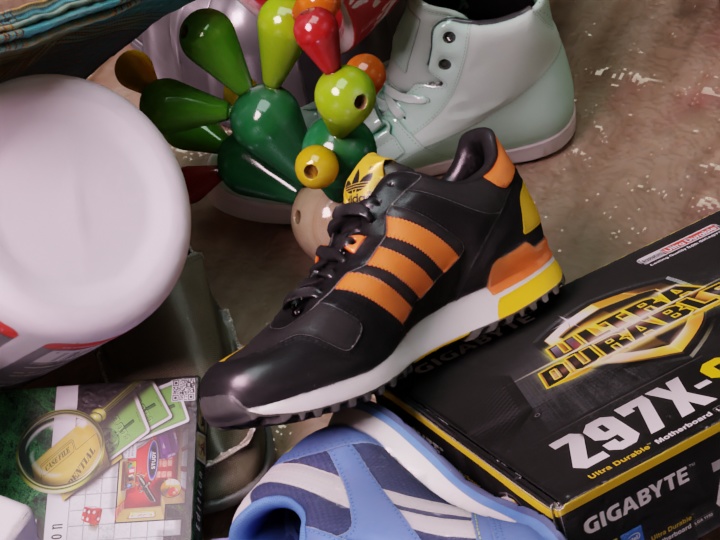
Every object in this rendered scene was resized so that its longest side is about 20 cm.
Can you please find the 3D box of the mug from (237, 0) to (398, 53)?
[{"bbox_3d":[0.021,-0.200,0.933,0.133,0.178,0.200,28,70,31],"label":"mug"}]

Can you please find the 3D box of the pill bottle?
[{"bbox_3d":[-0.168,-0.005,0.857,0.200,0.116,0.116,-25,23,55],"label":"pill bottle"}]

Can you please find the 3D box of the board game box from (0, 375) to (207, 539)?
[{"bbox_3d":[-0.119,0.142,0.801,0.104,0.023,0.201,-7,61,11],"label":"board game box"}]

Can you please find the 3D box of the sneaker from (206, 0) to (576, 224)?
[{"bbox_3d":[0.007,-0.098,0.968,0.199,0.118,0.074,-15,47,-1],"label":"sneaker"}]

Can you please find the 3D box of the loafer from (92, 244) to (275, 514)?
[{"bbox_3d":[-0.098,0.032,0.901,0.075,0.070,0.200,-22,46,-9],"label":"loafer"}]

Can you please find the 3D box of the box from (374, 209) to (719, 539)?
[{"bbox_3d":[0.127,0.047,0.807,0.199,0.050,0.160,-25,26,-17],"label":"box"}]

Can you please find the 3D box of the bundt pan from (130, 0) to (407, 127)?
[{"bbox_3d":[-0.042,-0.174,1.082,0.201,0.076,0.203,-7,46,7],"label":"bundt pan"}]

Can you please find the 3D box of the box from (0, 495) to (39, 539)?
[{"bbox_3d":[-0.239,0.145,0.725,0.199,0.107,0.153,18,49,18],"label":"box"}]

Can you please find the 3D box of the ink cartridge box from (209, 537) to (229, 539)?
[{"bbox_3d":[0.037,0.178,0.750,0.197,0.044,0.201,-9,41,3],"label":"ink cartridge box"}]

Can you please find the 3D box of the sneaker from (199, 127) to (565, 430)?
[{"bbox_3d":[0.000,0.000,0.810,0.200,0.090,0.070,-24,8,-39],"label":"sneaker"}]

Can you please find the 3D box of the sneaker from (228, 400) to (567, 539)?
[{"bbox_3d":[0.025,0.123,0.730,0.082,0.074,0.200,-29,33,-26],"label":"sneaker"}]

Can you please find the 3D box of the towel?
[{"bbox_3d":[-0.158,-0.085,0.823,0.146,0.022,0.200,-28,3,36],"label":"towel"}]

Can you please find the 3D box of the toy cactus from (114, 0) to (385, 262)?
[{"bbox_3d":[-0.035,-0.048,0.890,0.200,0.165,0.102,-13,28,53],"label":"toy cactus"}]
